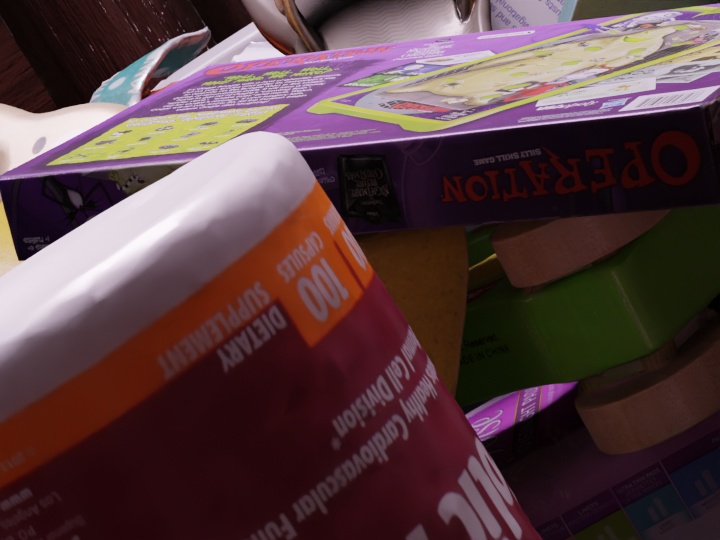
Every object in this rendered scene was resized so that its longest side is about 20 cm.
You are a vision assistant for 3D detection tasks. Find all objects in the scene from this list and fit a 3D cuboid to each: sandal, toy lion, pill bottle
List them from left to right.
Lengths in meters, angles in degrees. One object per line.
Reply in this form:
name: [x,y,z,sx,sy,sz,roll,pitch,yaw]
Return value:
pill bottle: [-0.011,0.083,0.528,0.114,0.201,0.114,-32,9,6]
sandal: [-0.002,-0.090,0.807,0.081,0.055,0.201,-23,40,6]
toy lion: [0.071,-0.007,0.720,0.199,0.069,0.192,-23,10,40]

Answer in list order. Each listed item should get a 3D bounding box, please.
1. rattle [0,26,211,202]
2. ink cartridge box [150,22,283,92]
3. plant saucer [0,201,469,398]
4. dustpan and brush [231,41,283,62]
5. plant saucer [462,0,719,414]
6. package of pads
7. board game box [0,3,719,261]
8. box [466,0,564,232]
rattle: [-0.127,-0.048,0.793,0.199,0.143,0.130,-32,31,-1]
ink cartridge box: [0.022,-0.024,1.025,0.146,0.201,0.084,-31,9,14]
plant saucer: [-0.067,0.076,0.673,0.048,0.202,0.199,10,-5,-43]
dustpan and brush: [0.000,0.000,0.901,0.138,0.058,0.201,2,42,14]
plant saucer: [0.069,-0.006,0.818,0.019,0.070,0.201,24,99,55]
package of pads: [0.093,0.057,0.722,0.199,0.076,0.121,-31,9,14]
board game box: [0.019,-0.038,0.651,0.199,0.033,0.120,-4,21,29]
box: [0.061,-0.055,0.866,0.200,0.119,0.041,-47,6,-13]
